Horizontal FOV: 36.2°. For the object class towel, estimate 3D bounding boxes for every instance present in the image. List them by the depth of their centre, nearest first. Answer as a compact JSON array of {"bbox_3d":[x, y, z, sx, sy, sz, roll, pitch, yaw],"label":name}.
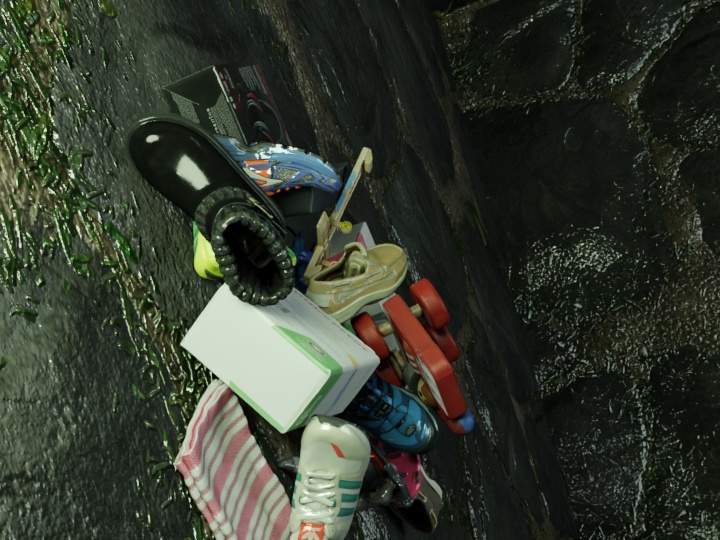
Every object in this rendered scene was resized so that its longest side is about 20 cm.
[{"bbox_3d":[-0.116,0.222,1.096,0.146,0.030,0.200,-75,143,-64],"label":"towel"}]

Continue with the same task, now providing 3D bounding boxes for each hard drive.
[{"bbox_3d":[-0.090,-0.098,1.397,0.200,0.135,0.042,-51,131,-73],"label":"hard drive"}]

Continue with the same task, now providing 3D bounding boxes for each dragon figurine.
[{"bbox_3d":[-0.091,-0.010,1.417,0.099,0.059,0.200,53,24,-50],"label":"dragon figurine"}]

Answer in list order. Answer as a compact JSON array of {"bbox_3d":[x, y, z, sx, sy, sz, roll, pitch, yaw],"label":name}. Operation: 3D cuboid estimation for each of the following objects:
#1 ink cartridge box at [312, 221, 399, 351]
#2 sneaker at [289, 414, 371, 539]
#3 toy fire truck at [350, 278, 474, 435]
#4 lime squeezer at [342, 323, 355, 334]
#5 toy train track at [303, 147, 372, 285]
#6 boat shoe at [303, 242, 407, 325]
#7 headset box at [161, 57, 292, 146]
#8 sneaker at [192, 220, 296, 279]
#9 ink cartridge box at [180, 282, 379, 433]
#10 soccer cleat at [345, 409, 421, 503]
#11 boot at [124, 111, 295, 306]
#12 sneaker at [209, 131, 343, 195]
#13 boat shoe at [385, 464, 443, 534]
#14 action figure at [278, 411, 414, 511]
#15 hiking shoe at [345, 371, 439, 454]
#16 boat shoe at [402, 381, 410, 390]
[{"bbox_3d":[0.003,0.047,1.620,0.147,0.083,0.200,-74,142,-73],"label":"ink cartridge box"},{"bbox_3d":[-0.035,0.235,1.132,0.200,0.070,0.094,96,8,-45],"label":"sneaker"},{"bbox_3d":[0.081,0.123,1.372,0.168,0.112,0.200,57,-8,40],"label":"toy fire truck"},{"bbox_3d":[-0.004,0.094,1.461,0.200,0.070,0.038,44,60,-51],"label":"lime squeezer"},{"bbox_3d":[-0.019,-0.067,1.391,0.115,0.032,0.200,89,22,-64],"label":"toy train track"},{"bbox_3d":[0.000,0.000,1.353,0.200,0.072,0.076,-39,137,-52],"label":"boat shoe"},{"bbox_3d":[-0.154,-0.182,1.374,0.200,0.075,0.149,-50,119,-73],"label":"headset box"},{"bbox_3d":[-0.132,-0.033,1.272,0.200,0.074,0.084,10,66,-73],"label":"sneaker"},{"bbox_3d":[-0.078,0.087,1.174,0.145,0.088,0.200,39,11,12],"label":"ink cartridge box"},{"bbox_3d":[0.020,0.216,1.448,0.200,0.070,0.086,64,-21,19],"label":"soccer cleat"},{"bbox_3d":[-0.149,-0.065,1.097,0.211,0.079,0.158,37,16,-18],"label":"boot"},{"bbox_3d":[-0.118,-0.109,1.251,0.075,0.199,0.079,-132,-129,-77],"label":"sneaker"},{"bbox_3d":[0.056,0.304,1.532,0.200,0.072,0.060,50,35,-45],"label":"boat shoe"},{"bbox_3d":[-0.036,0.222,1.329,0.200,0.105,0.194,47,-7,34],"label":"action figure"},{"bbox_3d":[0.004,0.154,1.311,0.200,0.074,0.087,37,7,12],"label":"hiking shoe"},{"bbox_3d":[0.045,0.210,1.619,0.200,0.075,0.074,-80,154,-46],"label":"boat shoe"}]
